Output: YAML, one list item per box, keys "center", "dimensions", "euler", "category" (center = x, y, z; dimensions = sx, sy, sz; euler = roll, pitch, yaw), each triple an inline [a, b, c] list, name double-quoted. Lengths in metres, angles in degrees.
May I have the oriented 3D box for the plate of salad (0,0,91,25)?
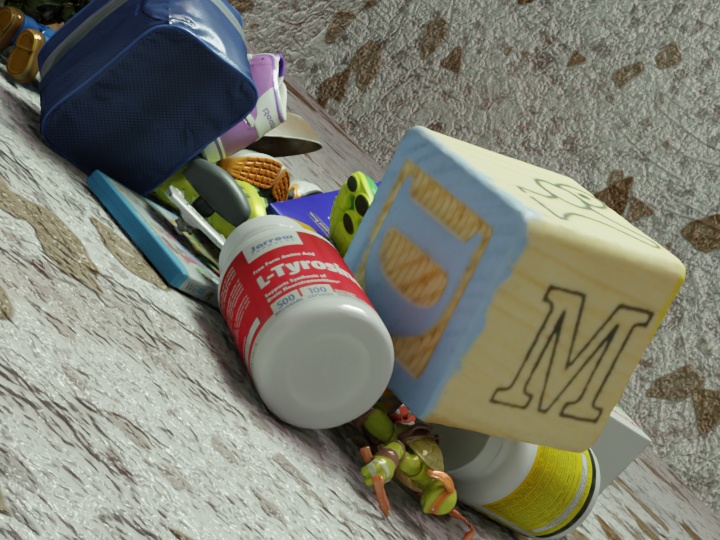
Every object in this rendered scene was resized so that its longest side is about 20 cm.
- center: [-0.298, -0.267, 1.724]
  dimensions: [0.200, 0.200, 0.048]
  euler: [16, 63, -75]
  category: "plate of salad"

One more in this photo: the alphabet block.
- center: [0.119, 0.017, 1.516]
  dimensions: [0.200, 0.197, 0.195]
  euler: [15, 20, -37]
  category: "alphabet block"

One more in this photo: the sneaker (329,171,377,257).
- center: [0.037, -0.004, 1.703]
  dimensions: [0.084, 0.074, 0.200]
  euler: [-13, 68, -48]
  category: "sneaker"

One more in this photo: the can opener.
- center: [-0.096, -0.012, 1.565]
  dimensions: [0.200, 0.066, 0.053]
  euler: [48, 5, 0]
  category: "can opener"

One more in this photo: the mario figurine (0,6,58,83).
- center: [-0.282, -0.183, 1.736]
  dimensions: [0.200, 0.106, 0.124]
  euler: [17, 59, -52]
  category: "mario figurine"

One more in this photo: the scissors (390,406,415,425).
- center: [0.052, 0.151, 1.769]
  dimensions: [0.073, 0.014, 0.200]
  euler: [42, 5, 15]
  category: "scissors"

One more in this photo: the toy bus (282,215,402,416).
- center: [-0.024, 0.042, 1.651]
  dimensions: [0.200, 0.078, 0.065]
  euler: [49, 14, 23]
  category: "toy bus"

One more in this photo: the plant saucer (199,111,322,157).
- center: [-0.138, -0.141, 1.812]
  dimensions: [0.200, 0.035, 0.200]
  euler: [0, -3, 0]
  category: "plant saucer"

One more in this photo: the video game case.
- center: [-0.148, -0.011, 1.574]
  dimensions: [0.143, 0.018, 0.200]
  euler: [48, 8, 31]
  category: "video game case"

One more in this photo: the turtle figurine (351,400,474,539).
- center: [0.029, 0.144, 1.439]
  dimensions: [0.161, 0.064, 0.200]
  euler: [47, 8, 31]
  category: "turtle figurine"

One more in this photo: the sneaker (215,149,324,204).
- center: [-0.115, -0.088, 1.806]
  dimensions: [0.092, 0.076, 0.200]
  euler: [33, 0, 22]
  category: "sneaker"

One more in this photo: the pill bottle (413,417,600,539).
- center: [0.135, 0.175, 1.656]
  dimensions: [0.200, 0.112, 0.112]
  euler: [35, 11, -50]
  category: "pill bottle"

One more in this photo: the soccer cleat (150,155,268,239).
- center: [-0.158, -0.069, 1.664]
  dimensions: [0.084, 0.065, 0.200]
  euler: [-2, 25, -37]
  category: "soccer cleat"

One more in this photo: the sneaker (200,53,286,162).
- center: [-0.135, -0.191, 1.709]
  dimensions: [0.201, 0.114, 0.073]
  euler: [57, -9, 35]
  category: "sneaker"

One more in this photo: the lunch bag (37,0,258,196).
- center: [-0.198, -0.173, 1.584]
  dimensions: [0.136, 0.200, 0.132]
  euler: [40, 25, -36]
  category: "lunch bag"

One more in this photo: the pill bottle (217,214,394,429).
- center: [-0.053, 0.034, 1.436]
  dimensions: [0.112, 0.112, 0.200]
  euler: [39, 9, -31]
  category: "pill bottle"

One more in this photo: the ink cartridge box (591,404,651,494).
- center: [0.177, 0.153, 1.889]
  dimensions: [0.200, 0.146, 0.147]
  euler: [48, 8, 30]
  category: "ink cartridge box"

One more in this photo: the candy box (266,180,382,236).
- center: [0.000, 0.000, 1.798]
  dimensions: [0.169, 0.077, 0.200]
  euler: [50, 32, 19]
  category: "candy box"
